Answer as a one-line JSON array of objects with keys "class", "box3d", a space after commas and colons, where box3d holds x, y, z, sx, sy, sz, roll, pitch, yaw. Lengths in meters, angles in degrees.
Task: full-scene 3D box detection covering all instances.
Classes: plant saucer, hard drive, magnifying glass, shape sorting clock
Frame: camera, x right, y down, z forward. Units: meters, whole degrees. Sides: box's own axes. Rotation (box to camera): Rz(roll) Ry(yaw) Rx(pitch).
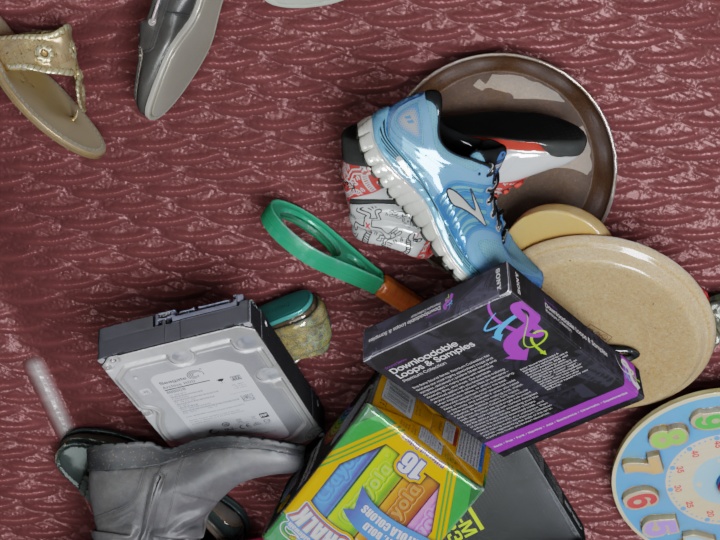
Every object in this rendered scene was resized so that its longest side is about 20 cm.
[{"class": "plant saucer", "box3d": [0.118, -0.088, 1.196, 0.200, 0.034, 0.201, 2, 106, 6]}, {"class": "hard drive", "box3d": [-0.125, 0.101, 1.219, 0.139, 0.038, 0.200, -14, 142, 10]}, {"class": "magnifying glass", "box3d": [0.000, 0.000, 1.222, 0.200, 0.080, 0.022, 34, 107, -14]}, {"class": "shape sorting clock", "box3d": [0.321, 0.184, 1.225, 0.199, 0.039, 0.201, 1, 123, 1]}]

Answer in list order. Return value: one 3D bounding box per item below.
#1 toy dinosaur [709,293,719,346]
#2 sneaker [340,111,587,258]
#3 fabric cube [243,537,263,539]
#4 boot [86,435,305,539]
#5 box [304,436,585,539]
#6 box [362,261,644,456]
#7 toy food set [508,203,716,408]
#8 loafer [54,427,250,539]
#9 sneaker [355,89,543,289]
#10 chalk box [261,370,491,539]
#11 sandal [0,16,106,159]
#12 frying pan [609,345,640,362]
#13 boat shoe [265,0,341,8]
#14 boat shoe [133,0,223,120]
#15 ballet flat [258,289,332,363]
[{"class": "toy dinosaur", "box3d": [0.346, 0.052, 1.203, 0.199, 0.047, 0.088, -11, 98, 7]}, {"class": "sneaker", "box3d": [0.085, -0.069, 1.158, 0.201, 0.067, 0.108, -2, 117, 2]}, {"class": "fabric cube", "box3d": [-0.158, 0.383, 1.253, 0.199, 0.197, 0.200, -9, 129, 9]}, {"class": "boot", "box3d": [-0.142, 0.212, 1.214, 0.199, 0.070, 0.132, -5, 80, 7]}, {"class": "box", "box3d": [0.076, 0.206, 1.279, 0.193, 0.048, 0.200, -28, 101, 15]}, {"class": "box", "box3d": [0.117, 0.077, 1.128, 0.143, 0.036, 0.200, -27, 137, 29]}, {"class": "toy food set", "box3d": [0.199, 0.042, 1.183, 0.199, 0.049, 0.198, 19, 134, 3]}, {"class": "loafer", "box3d": [-0.197, 0.211, 1.305, 0.200, 0.063, 0.072, 27, 108, -1]}, {"class": "sneaker", "box3d": [0.086, -0.056, 1.086, 0.090, 0.078, 0.200, -36, 112, 14]}, {"class": "chalk box", "box3d": [0.004, 0.202, 1.199, 0.124, 0.125, 0.200, 36, 107, -2]}, {"class": "sandal", "box3d": [-0.280, -0.193, 1.193, 0.212, 0.078, 0.070, 46, 112, -2]}, {"class": "frying pan", "box3d": [0.124, 0.057, 1.168, 0.190, 0.031, 0.115, -21, 127, 20]}, {"class": "boat shoe", "box3d": [0.001, -0.283, 1.152, 0.200, 0.073, 0.062, -25, 58, 20]}, {"class": "boat shoe", "box3d": [-0.152, -0.227, 1.179, 0.057, 0.067, 0.200, 29, 103, 15]}, {"class": "ballet flat", "box3d": [-0.119, 0.074, 1.259, 0.199, 0.071, 0.071, -16, 103, 11]}]
